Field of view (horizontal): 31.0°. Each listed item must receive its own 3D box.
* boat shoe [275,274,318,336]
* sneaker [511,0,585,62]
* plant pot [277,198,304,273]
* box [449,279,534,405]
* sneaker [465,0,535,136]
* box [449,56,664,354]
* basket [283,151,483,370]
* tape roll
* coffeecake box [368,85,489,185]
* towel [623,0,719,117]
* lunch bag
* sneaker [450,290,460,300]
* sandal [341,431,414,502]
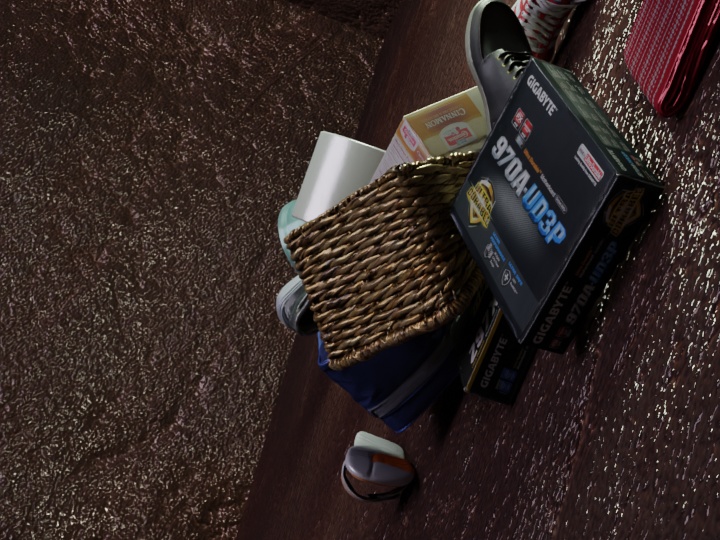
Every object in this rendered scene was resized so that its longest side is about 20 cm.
[{"bbox_3d":[0.000,0.000,1.382,0.200,0.072,0.071,-44,34,1],"label":"boat shoe"},{"bbox_3d":[0.204,-0.282,1.434,0.113,0.071,0.201,-84,17,-77],"label":"sneaker"},{"bbox_3d":[-0.037,-0.071,2.407,0.134,0.200,0.201,-33,28,32],"label":"plant pot"},{"bbox_3d":[0.144,0.002,1.192,0.160,0.049,0.201,-97,28,-72],"label":"box"},{"bbox_3d":[0.172,-0.209,1.361,0.106,0.074,0.202,139,124,-63],"label":"sneaker"},{"bbox_3d":[0.150,-0.055,1.045,0.160,0.046,0.201,-62,27,27],"label":"box"},{"bbox_3d":[0.049,-0.007,1.241,0.199,0.142,0.150,-30,78,45],"label":"basket"},{"bbox_3d":[0.010,-0.113,1.977,0.203,0.201,0.140,-150,79,-83],"label":"tape roll"},{"bbox_3d":[0.097,-0.117,1.478,0.153,0.073,0.200,-25,-18,-28],"label":"coffeecake box"},{"bbox_3d":[0.253,-0.210,1.026,0.200,0.022,0.146,-82,11,-68],"label":"towel"},{"bbox_3d":[0.041,0.082,1.425,0.136,0.132,0.200,-44,11,10],"label":"lunch bag"},{"bbox_3d":[0.128,-0.048,1.378,0.200,0.075,0.116,-94,25,-62],"label":"sneaker"},{"bbox_3d":[0.017,0.234,1.481,0.207,0.079,0.060,-39,-32,-86],"label":"sandal"}]
